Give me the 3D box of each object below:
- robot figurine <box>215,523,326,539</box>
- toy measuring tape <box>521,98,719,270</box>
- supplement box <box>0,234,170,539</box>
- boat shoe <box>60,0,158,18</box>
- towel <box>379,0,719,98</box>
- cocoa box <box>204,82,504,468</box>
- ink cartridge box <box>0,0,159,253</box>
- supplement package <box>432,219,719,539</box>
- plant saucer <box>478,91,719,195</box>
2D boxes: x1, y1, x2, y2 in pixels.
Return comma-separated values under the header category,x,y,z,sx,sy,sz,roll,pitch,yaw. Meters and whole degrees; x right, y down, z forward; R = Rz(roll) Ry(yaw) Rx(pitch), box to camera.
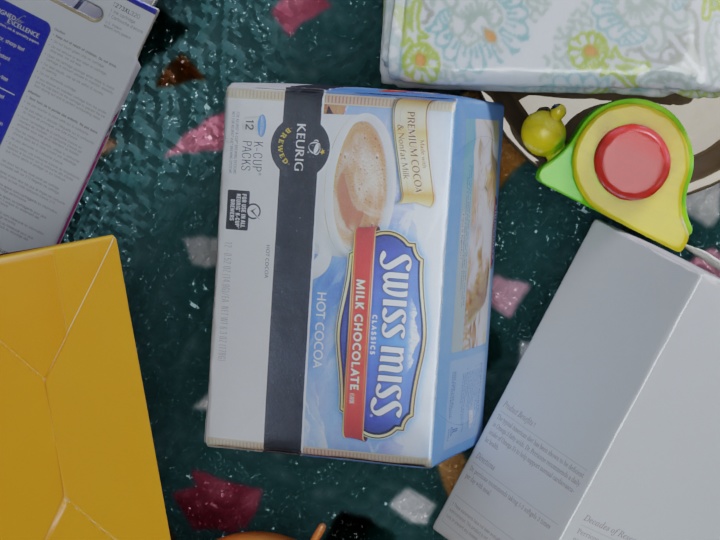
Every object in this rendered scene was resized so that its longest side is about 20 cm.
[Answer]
category,x,y,z,sx,sy,sz,roll,pitch,yaw
robot figurine,-0.072,0.223,1.476,0.143,0.200,0.117,-7,56,-37
toy measuring tape,0.183,-0.044,1.482,0.199,0.074,0.074,27,93,-1
supplement box,-0.226,0.097,1.439,0.200,0.133,0.198,-7,94,44
boat shoe,-0.102,-0.187,1.502,0.066,0.072,0.200,44,94,-4
towel,0.109,-0.182,1.476,0.199,0.048,0.172,2,84,12
cocoa box,0.000,0.000,1.470,0.131,0.133,0.201,5,93,14
ink cartridge box,-0.189,-0.085,1.495,0.094,0.037,0.200,27,115,0
supplement package,0.152,0.093,1.474,0.117,0.117,0.201,26,94,-29
plant saucer,0.159,-0.140,1.523,0.199,0.029,0.201,0,92,1
